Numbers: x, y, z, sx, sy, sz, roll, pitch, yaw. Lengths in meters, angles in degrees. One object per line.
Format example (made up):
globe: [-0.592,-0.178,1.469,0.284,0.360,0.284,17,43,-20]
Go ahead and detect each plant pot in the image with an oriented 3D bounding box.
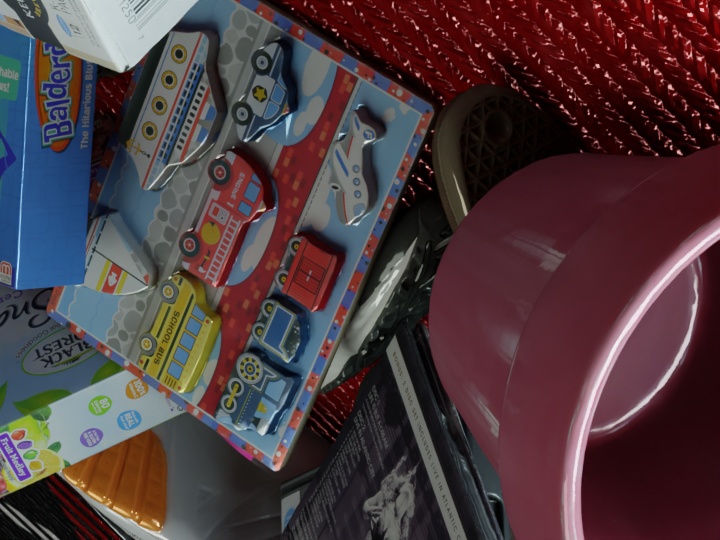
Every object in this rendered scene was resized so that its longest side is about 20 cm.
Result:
plant pot: [0.121,0.037,0.878,0.200,0.200,0.179,53,170,-28]

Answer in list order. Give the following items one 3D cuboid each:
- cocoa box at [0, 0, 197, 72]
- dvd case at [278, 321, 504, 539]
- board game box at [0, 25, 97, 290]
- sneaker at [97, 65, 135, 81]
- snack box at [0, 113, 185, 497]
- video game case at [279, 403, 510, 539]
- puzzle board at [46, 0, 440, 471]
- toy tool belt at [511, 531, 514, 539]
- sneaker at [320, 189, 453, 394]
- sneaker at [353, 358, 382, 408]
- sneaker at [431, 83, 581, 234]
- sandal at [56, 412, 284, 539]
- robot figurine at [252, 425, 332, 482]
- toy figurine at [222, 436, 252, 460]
cocoa box: [-0.128,-0.201,0.872,0.131,0.133,0.200,22,151,39]
dvd case: [0.004,0.145,1.083,0.016,0.149,0.200,9,129,-25]
board game box: [-0.188,-0.104,1.109,0.152,0.045,0.201,16,105,45]
sneaker: [-0.195,-0.114,1.196,0.200,0.089,0.077,6,139,54]
snack box: [-0.164,0.015,1.218,0.200,0.142,0.053,-119,5,-47]
video game case: [0.014,0.171,1.102,0.025,0.181,0.200,8,160,-26]
puzzle board: [-0.062,-0.025,1.080,0.151,0.017,0.200,32,113,19]
toy tool belt: [0.012,0.191,1.279,0.123,0.200,0.125,37,159,5]
sneaker: [0.000,0.000,1.132,0.079,0.074,0.200,56,154,4]
sneaker: [0.098,0.098,1.174,0.200,0.076,0.091,25,175,21]
sneaker: [0.072,-0.001,1.016,0.075,0.070,0.200,13,145,49]
sandal: [-0.099,0.122,1.233,0.207,0.079,0.059,38,152,4]
robot figurine: [-0.031,0.168,1.434,0.200,0.113,0.170,34,177,15]
toy figurine: [-0.112,0.051,1.337,0.184,0.200,0.151,8,109,22]
